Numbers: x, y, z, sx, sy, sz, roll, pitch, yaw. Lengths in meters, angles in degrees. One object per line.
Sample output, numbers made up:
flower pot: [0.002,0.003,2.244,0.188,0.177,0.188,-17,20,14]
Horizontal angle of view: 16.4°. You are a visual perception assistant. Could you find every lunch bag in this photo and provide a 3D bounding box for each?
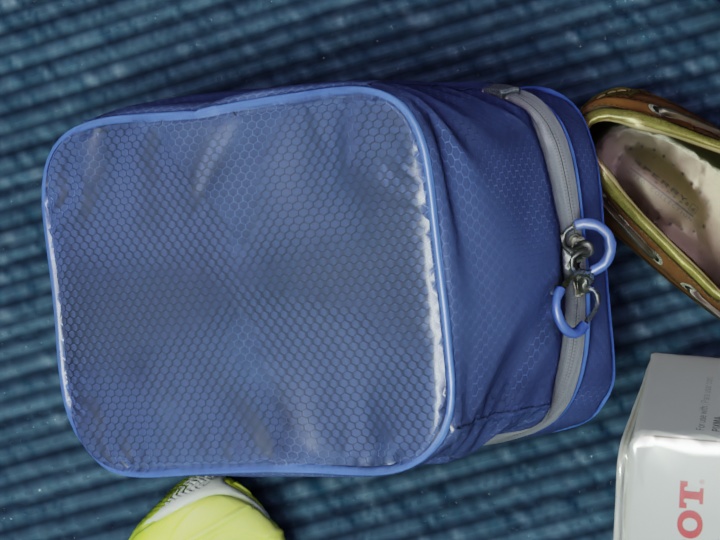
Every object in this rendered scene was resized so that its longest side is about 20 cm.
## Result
lunch bag: [0.000,0.000,0.902,0.199,0.132,0.137,-2,94,34]

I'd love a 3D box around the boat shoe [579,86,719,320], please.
boat shoe: [0.159,0.002,0.917,0.199,0.068,0.072,30,93,8]

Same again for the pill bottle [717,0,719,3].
pill bottle: [0.158,-0.154,0.892,0.120,0.120,0.200,-40,83,8]

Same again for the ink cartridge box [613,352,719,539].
ink cartridge box: [0.191,0.115,0.884,0.199,0.083,0.146,5,111,10]

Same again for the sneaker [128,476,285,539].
sneaker: [-0.089,0.179,0.957,0.105,0.076,0.200,42,92,6]
